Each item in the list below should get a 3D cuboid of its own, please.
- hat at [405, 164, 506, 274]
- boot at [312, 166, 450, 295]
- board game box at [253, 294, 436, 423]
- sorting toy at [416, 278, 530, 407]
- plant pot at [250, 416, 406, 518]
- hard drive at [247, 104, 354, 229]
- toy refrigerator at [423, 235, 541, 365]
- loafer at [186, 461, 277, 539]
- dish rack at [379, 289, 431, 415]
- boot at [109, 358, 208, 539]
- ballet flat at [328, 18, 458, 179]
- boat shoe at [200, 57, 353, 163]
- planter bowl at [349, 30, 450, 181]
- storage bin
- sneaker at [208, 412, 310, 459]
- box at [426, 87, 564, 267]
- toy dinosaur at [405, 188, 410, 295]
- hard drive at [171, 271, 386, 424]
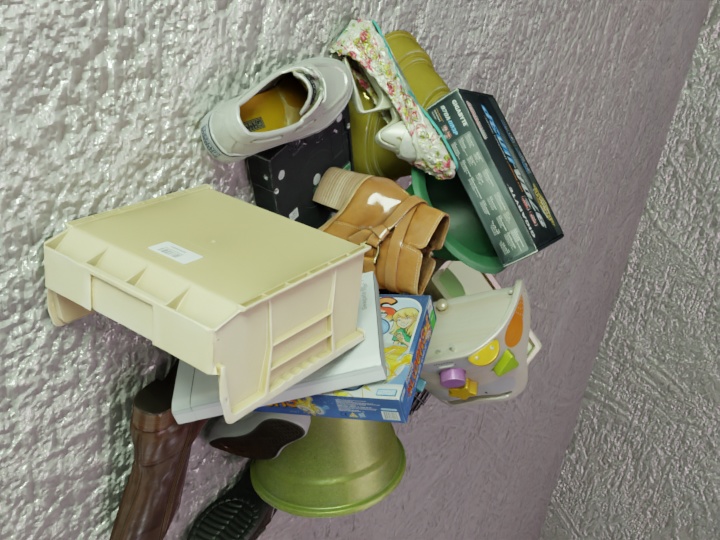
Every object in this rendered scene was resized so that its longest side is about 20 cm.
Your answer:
[{"bbox_3d":[0.060,-0.039,0.995,0.198,0.175,0.168,25,47,-34],"label":"hat"},{"bbox_3d":[0.000,0.000,0.871,0.073,0.153,0.203,1,111,-62],"label":"boot"},{"bbox_3d":[-0.035,0.080,0.801,0.136,0.197,0.035,-68,150,-45],"label":"board game box"},{"bbox_3d":[0.128,0.116,1.010,0.181,0.197,0.108,54,30,-47],"label":"sorting toy"},{"bbox_3d":[-0.045,0.160,0.988,0.200,0.198,0.187,-33,128,-47],"label":"plant pot"},{"bbox_3d":[-0.059,-0.083,0.909,0.140,0.037,0.202,-47,147,-34],"label":"hard drive"},{"bbox_3d":[0.151,0.053,1.060,0.076,0.070,0.201,-46,115,-18],"label":"toy refrigerator"},{"bbox_3d":[-0.141,0.312,1.030,0.200,0.072,0.072,-44,144,-38],"label":"loafer"},{"bbox_3d":[0.054,0.108,1.161,0.154,0.054,0.200,-53,129,-8],"label":"dish rack"},{"bbox_3d":[-0.188,0.188,0.866,0.186,0.064,0.203,-28,138,-53],"label":"boot"},{"bbox_3d":[0.031,-0.175,0.885,0.063,0.202,0.076,-33,-176,-13],"label":"ballet flat"},{"bbox_3d":[-0.063,-0.164,0.779,0.199,0.069,0.072,-33,101,-43],"label":"boat shoe"},{"bbox_3d":[0.061,-0.183,1.001,0.200,0.083,0.203,-42,145,-39],"label":"planter bowl"},{"bbox_3d":[-0.125,0.016,0.682,0.198,0.198,0.095,-27,132,-52],"label":"storage bin"},{"bbox_3d":[-0.104,0.155,0.902,0.072,0.199,0.086,27,56,-24],"label":"sneaker"},{"bbox_3d":[0.163,-0.112,0.958,0.046,0.202,0.158,-28,176,26],"label":"box"},{"bbox_3d":[0.038,-0.036,1.043,0.058,0.100,0.202,36,41,-30],"label":"toy dinosaur"},{"bbox_3d":[-0.077,0.071,0.777,0.133,0.197,0.027,-94,169,-52],"label":"hard drive"}]
